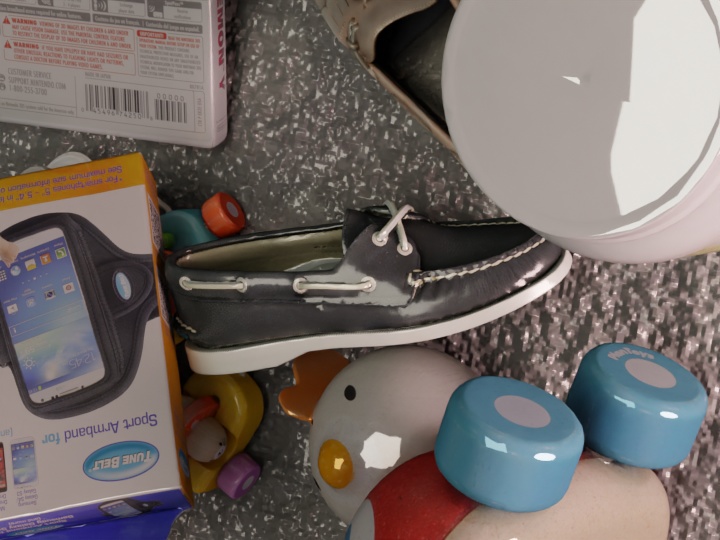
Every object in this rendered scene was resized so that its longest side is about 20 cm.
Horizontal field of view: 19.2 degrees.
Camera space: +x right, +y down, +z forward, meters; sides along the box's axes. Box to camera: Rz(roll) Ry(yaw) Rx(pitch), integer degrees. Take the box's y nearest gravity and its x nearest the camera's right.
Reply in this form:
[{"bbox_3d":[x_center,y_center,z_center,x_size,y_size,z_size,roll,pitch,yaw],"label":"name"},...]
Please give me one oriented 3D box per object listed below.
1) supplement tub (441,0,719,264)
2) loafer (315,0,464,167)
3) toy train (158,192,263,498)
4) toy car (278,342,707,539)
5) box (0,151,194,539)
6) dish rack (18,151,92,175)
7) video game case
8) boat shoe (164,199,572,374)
[{"bbox_3d":[0.129,-0.078,0.893,0.144,0.200,0.147,2,94,27],"label":"supplement tub"},{"bbox_3d":[0.035,-0.108,1.017,0.072,0.063,0.200,-47,73,21],"label":"loafer"},{"bbox_3d":[-0.121,0.051,1.112,0.149,0.055,0.202,11,99,26],"label":"toy train"},{"bbox_3d":[0.025,0.098,0.987,0.199,0.176,0.186,35,120,34],"label":"toy car"},{"bbox_3d":[-0.149,0.048,1.030,0.118,0.042,0.202,-11,65,2],"label":"box"},{"bbox_3d":[-0.183,0.054,1.111,0.171,0.043,0.202,-35,62,35],"label":"dish rack"},{"bbox_3d":[-0.163,-0.163,1.098,0.198,0.023,0.184,8,114,19],"label":"video game case"},{"bbox_3d":[0.000,0.000,1.017,0.198,0.076,0.061,-14,109,11],"label":"boat shoe"}]
